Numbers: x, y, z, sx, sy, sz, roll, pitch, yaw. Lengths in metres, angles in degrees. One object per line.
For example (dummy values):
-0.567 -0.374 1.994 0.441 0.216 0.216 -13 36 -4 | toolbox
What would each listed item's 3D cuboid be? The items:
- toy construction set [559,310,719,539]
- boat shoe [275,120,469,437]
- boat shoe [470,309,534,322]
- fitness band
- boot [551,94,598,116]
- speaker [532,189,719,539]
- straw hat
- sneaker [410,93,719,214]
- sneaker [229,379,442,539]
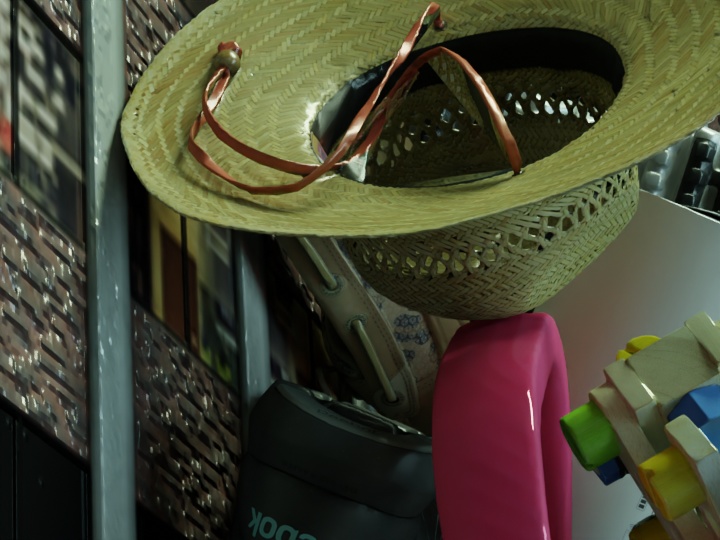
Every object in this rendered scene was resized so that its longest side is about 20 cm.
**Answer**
0.116 0.093 0.759 0.131 0.092 0.200 -126 -158 -47 | toy construction set
0.000 0.000 0.889 0.073 0.063 0.200 -107 178 -49 | boat shoe
0.055 0.030 1.049 0.200 0.060 0.076 19 61 -73 | boat shoe
0.051 0.088 0.751 0.200 0.037 0.144 -56 139 -79 | fitness band
0.068 -0.108 1.162 0.165 0.066 0.200 54 -5 21 | boot
0.080 0.070 0.889 0.200 0.081 0.081 -67 163 0 | speaker
0.035 -0.034 0.761 0.201 0.201 0.085 -79 158 -54 | straw hat
0.098 -0.030 1.035 0.081 0.200 0.075 75 40 -80 | sneaker
-0.010 0.080 0.793 0.200 0.075 0.079 28 82 -79 | sneaker
